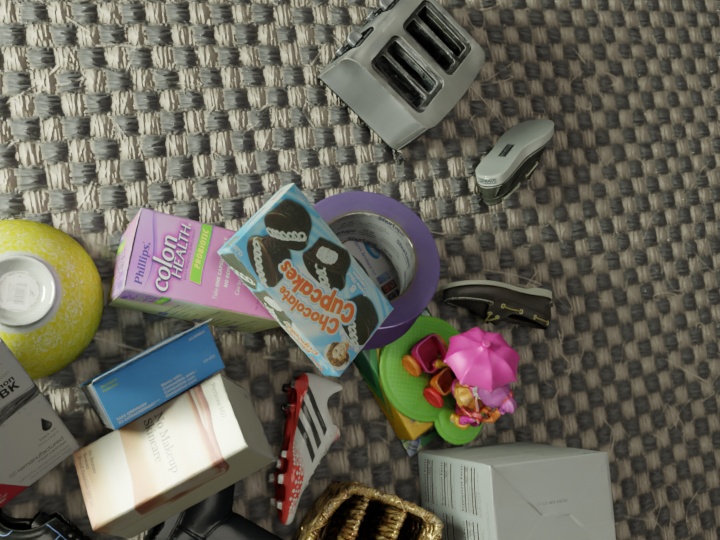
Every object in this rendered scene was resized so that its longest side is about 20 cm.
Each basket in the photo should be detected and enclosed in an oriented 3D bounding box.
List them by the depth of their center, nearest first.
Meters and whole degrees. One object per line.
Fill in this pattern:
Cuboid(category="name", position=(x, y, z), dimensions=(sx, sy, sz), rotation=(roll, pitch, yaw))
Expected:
Cuboid(category="basket", position=(-0.007, 0.381, 1.000), dimensions=(0.143, 0.149, 0.200), rotation=(29, 72, -17))

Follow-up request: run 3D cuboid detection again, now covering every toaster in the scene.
Cuboid(category="toaster", position=(0.067, -0.293, 1.152), dimensions=(0.200, 0.119, 0.181), rotation=(43, 69, -13))

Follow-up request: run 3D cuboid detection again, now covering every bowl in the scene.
Cuboid(category="bowl", position=(-0.399, 0.029, 0.902), dimensions=(0.200, 0.108, 0.201), rotation=(3, 81, -23))

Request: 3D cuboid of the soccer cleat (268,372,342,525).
Cuboid(category="soccer cleat", position=(-0.071, 0.238, 1.039), dimensions=(0.085, 0.069, 0.201), rotation=(12, 73, -18))

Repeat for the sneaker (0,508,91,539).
Cuboid(category="sneaker", position=(-0.345, 0.326, 0.901), dimensions=(0.200, 0.070, 0.078), rotation=(18, 82, -20))

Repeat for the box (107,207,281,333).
Cuboid(category="box", position=(-0.195, 0.008, 0.958), dimensions=(0.200, 0.176, 0.097), rotation=(13, 77, -21))

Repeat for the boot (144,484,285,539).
Cuboid(category="boot", position=(-0.157, 0.312, 0.982), dimensions=(0.168, 0.076, 0.200), rotation=(35, 72, -15))

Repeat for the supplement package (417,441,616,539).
Cuboid(category="supplement package", position=(0.210, 0.324, 1.076), dimensions=(0.191, 0.200, 0.147), rotation=(0, 82, -23))

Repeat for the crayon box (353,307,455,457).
Cuboid(category="crayon box", position=(0.079, 0.154, 1.126), dimensions=(0.126, 0.052, 0.200), rotation=(-32, 96, -24))

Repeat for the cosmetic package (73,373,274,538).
Cuboid(category="cosmetic package", position=(-0.217, 0.217, 0.903), dimensions=(0.200, 0.087, 0.103), rotation=(-30, 62, 2))

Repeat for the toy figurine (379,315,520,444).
Cuboid(category="toy figurine", position=(0.143, 0.148, 1.026), dimensions=(0.150, 0.184, 0.200), rotation=(-36, 97, -24))

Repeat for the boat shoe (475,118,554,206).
Cuboid(category="boat shoe", position=(0.250, -0.177, 1.250), dimensions=(0.200, 0.071, 0.064), rotation=(-43, 133, -31))

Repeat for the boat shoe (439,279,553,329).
Cuboid(category="boat shoe", position=(0.213, 0.054, 1.189), dimensions=(0.201, 0.072, 0.061), rotation=(7, 75, -25))

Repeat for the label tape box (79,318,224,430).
Cuboid(category="label tape box", position=(-0.241, 0.124, 0.905), dimensions=(0.144, 0.200, 0.063), rotation=(-29, 94, -24))

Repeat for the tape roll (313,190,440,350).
Cuboid(category="tape roll", position=(0.000, 0.000, 1.037), dimensions=(0.199, 0.085, 0.200), rotation=(5, 64, -10))

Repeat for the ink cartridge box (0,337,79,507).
Cuboid(category="ink cartridge box", position=(-0.417, 0.159, 0.827), dimensions=(0.147, 0.083, 0.200), rotation=(-38, 140, -23))

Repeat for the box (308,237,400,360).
Cuboid(category="box", position=(-0.019, 0.025, 1.109), dimensions=(0.200, 0.041, 0.119), rotation=(-33, 96, -22))

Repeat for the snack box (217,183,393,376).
Cuboid(category="snack box", position=(-0.059, 0.013, 0.901), dimensions=(0.200, 0.037, 0.116), rotation=(51, 61, -20))
